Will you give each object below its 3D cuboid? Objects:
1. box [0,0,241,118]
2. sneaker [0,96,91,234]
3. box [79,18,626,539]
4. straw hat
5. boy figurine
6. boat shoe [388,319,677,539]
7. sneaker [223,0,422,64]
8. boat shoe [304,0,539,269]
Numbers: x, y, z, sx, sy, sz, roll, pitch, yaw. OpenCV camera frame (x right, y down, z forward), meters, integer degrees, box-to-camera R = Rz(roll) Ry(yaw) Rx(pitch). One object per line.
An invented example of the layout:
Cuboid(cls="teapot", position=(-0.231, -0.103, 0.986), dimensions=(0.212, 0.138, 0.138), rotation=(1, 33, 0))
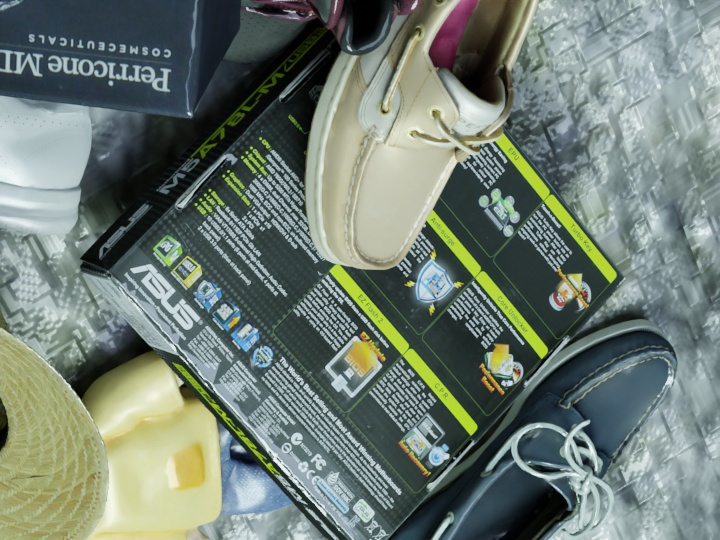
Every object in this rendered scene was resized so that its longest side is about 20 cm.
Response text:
Cuboid(cls="box", position=(-0.146, -0.181, 1.158), dimensions=(0.196, 0.117, 0.200), rotation=(7, 114, 4))
Cuboid(cls="sneaker", position=(-0.210, -0.074, 1.261), dimensions=(0.200, 0.075, 0.089), rotation=(9, 97, -35))
Cuboid(cls="box", position=(0.000, 0.000, 1.361), dimensions=(0.193, 0.047, 0.200), rotation=(-48, 114, -14))
Cuboid(cls="straw hat", position=(-0.198, 0.042, 1.296), dimensions=(0.201, 0.085, 0.201), rotation=(8, 134, 8))
Cuboid(cls="boy figurine", position=(-0.096, 0.091, 1.389), dimensions=(0.200, 0.064, 0.125), rotation=(-7, 117, -27))
Cuboid(cls="boat shoe", position=(0.091, 0.106, 1.485), dimensions=(0.200, 0.062, 0.075), rotation=(-37, 122, -5))
Cuboid(cls="sneaker", position=(-0.025, -0.124, 1.245), dimensions=(0.076, 0.116, 0.200), rotation=(-10, 151, -20))
Cuboid(cls="boat shoe", position=(0.035, -0.086, 1.279), dimensions=(0.074, 0.069, 0.200), rotation=(1, 114, -45))
